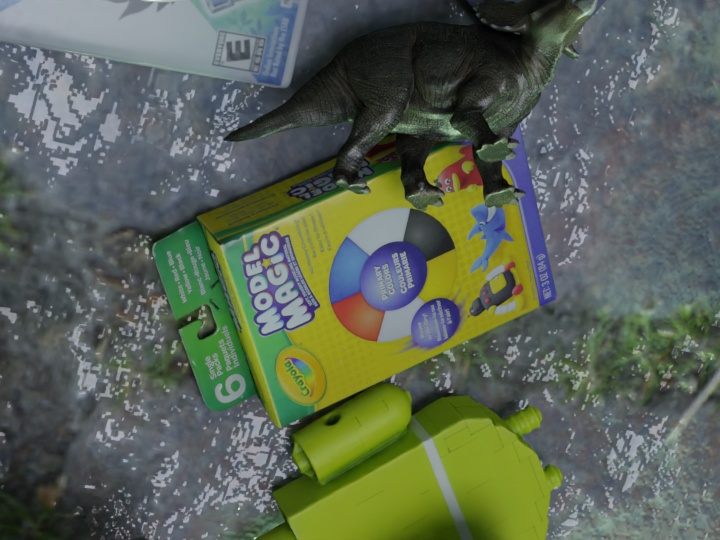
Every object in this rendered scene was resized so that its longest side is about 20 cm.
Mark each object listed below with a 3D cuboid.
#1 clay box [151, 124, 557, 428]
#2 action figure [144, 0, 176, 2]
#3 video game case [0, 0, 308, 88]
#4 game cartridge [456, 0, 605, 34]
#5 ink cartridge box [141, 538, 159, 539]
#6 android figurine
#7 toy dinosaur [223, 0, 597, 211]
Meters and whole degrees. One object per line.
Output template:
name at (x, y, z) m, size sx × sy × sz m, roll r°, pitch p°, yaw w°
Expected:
clay box at (0.000, 0.000, 0.798) m, size 0.199 × 0.048 × 0.116 m, roll -25°, pitch 119°, yaw -15°
action figure at (-0.130, -0.210, 0.586) m, size 0.133 × 0.149 × 0.201 m, roll -21°, pitch 130°, yaw -8°
video game case at (-0.096, -0.195, 0.695) m, size 0.181 × 0.022 × 0.202 m, roll 6°, pitch 107°, yaw -26°
game cartridge at (0.073, -0.204, 0.747) m, size 0.130 × 0.038 × 0.200 m, roll -46°, pitch 128°, yaw 3°
ink cartridge box at (-0.186, 0.223, 0.781) m, size 0.198 × 0.084 × 0.177 m, roll -15°, pitch 114°, yaw -18°
android figurine at (0.028, 0.149, 0.872) m, size 0.199 × 0.041 × 0.183 m, roll -30°, pitch 118°, yaw -10°
toy dinosaur at (0.034, -0.087, 0.746) m, size 0.198 × 0.103 × 0.077 m, roll -11°, pitch 152°, yaw 21°
